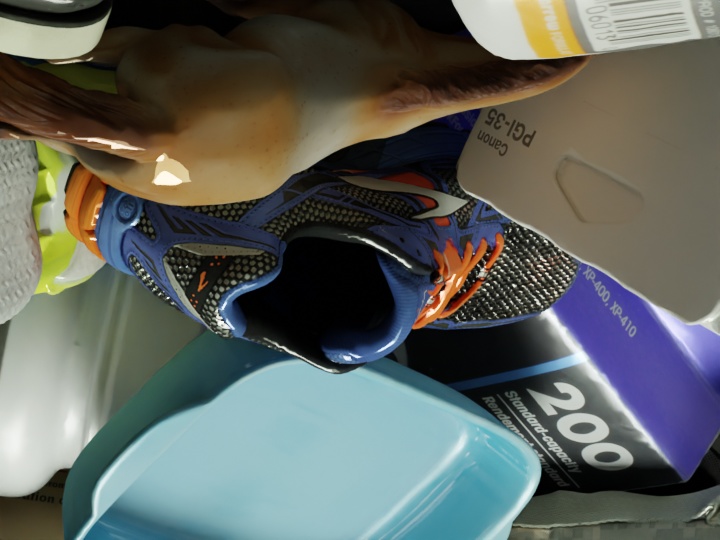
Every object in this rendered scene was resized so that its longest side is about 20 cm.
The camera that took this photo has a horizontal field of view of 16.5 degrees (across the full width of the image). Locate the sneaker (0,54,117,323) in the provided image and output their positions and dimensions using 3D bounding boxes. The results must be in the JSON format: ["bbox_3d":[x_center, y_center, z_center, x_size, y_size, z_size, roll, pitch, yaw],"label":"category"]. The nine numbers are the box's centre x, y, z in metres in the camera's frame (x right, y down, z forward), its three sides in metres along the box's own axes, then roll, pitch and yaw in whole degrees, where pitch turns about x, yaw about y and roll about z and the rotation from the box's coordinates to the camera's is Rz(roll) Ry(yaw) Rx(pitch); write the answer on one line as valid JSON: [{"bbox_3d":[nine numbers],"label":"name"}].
[{"bbox_3d":[-0.130,-0.031,0.767,0.105,0.076,0.200,17,-165,30],"label":"sneaker"}]

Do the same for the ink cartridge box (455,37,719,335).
[{"bbox_3d":[0.152,-0.015,0.774,0.200,0.083,0.146,19,-171,-36],"label":"ink cartridge box"}]

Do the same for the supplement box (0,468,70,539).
[{"bbox_3d":[-0.111,0.102,0.934,0.126,0.200,0.074,8,131,-4],"label":"supplement box"}]

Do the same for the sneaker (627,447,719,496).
[{"bbox_3d":[0.078,0.102,1.039,0.199,0.076,0.114,-2,159,-6],"label":"sneaker"}]

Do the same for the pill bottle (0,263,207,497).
[{"bbox_3d":[-0.155,0.017,0.876,0.199,0.114,0.114,11,164,-2],"label":"pill bottle"}]

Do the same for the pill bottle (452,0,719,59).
[{"bbox_3d":[0.114,-0.111,0.511,0.199,0.117,0.116,-7,165,12],"label":"pill bottle"}]

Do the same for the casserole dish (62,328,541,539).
[{"bbox_3d":[-0.022,0.072,0.847,0.121,0.039,0.200,-44,142,16],"label":"casserole dish"}]

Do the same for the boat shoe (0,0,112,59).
[{"bbox_3d":[-0.150,-0.108,0.594,0.201,0.074,0.063,13,123,-14],"label":"boat shoe"}]

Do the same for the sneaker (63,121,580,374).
[{"bbox_3d":[0.000,0.000,0.773,0.200,0.078,0.075,3,126,-44],"label":"sneaker"}]

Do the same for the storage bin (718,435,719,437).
[{"bbox_3d":[0.151,0.010,1.013,0.199,0.094,0.135,-10,164,22],"label":"storage bin"}]

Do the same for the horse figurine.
[{"bbox_3d":[-0.037,-0.057,0.688,0.132,0.050,0.200,26,-152,37],"label":"horse figurine"}]

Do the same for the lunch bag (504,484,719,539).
[{"bbox_3d":[0.102,0.171,0.954,0.164,0.201,0.118,-3,-159,26],"label":"lunch bag"}]

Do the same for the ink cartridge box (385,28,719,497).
[{"bbox_3d":[0.039,0.007,0.900,0.200,0.043,0.198,-16,126,39],"label":"ink cartridge box"}]
